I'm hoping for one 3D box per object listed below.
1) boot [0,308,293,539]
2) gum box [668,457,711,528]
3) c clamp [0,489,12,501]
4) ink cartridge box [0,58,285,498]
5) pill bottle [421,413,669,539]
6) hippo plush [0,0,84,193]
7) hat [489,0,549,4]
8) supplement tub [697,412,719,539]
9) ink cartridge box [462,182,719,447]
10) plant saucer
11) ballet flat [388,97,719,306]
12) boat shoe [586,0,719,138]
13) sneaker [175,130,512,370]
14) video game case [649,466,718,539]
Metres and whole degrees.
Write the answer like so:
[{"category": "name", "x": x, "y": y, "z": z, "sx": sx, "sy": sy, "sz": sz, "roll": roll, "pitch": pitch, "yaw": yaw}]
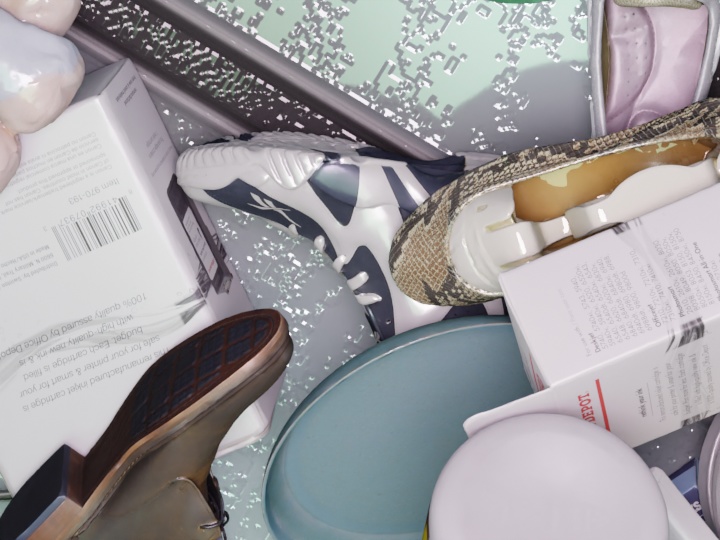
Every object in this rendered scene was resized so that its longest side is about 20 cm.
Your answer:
[{"category": "boot", "x": -0.085, "y": 0.103, "z": 1.296, "sx": 0.200, "sy": 0.075, "sz": 0.097, "roll": -39, "pitch": 114, "yaw": 23}, {"category": "gum box", "x": 0.173, "y": 0.230, "z": 1.401, "sx": 0.170, "sy": 0.045, "sz": 0.200, "roll": -35, "pitch": 99, "yaw": 16}, {"category": "c clamp", "x": -0.148, "y": 0.204, "z": 1.435, "sx": 0.171, "sy": 0.027, "sz": 0.200, "roll": -10, "pitch": 104, "yaw": 17}, {"category": "ink cartridge box", "x": -0.147, "y": 0.013, "z": 1.345, "sx": 0.145, "sy": 0.083, "sz": 0.200, "roll": -22, "pitch": 105, "yaw": 12}, {"category": "pill bottle", "x": 0.078, "y": 0.156, "z": 1.218, "sx": 0.109, "sy": 0.109, "sz": 0.200, "roll": 12, "pitch": 149, "yaw": 2}, {"category": "hippo plush", "x": -0.229, "y": -0.134, "z": 1.224, "sx": 0.159, "sy": 0.161, "sz": 0.200, "roll": -16, "pitch": 73, "yaw": 12}, {"category": "hat", "x": 0.166, "y": -0.175, "z": 1.230, "sx": 0.176, "sy": 0.200, "sz": 0.166, "roll": 24, "pitch": 73, "yaw": -36}, {"category": "supplement tub", "x": 0.260, "y": 0.116, "z": 1.257, "sx": 0.145, "sy": 0.200, "sz": 0.145, "roll": -1, "pitch": 95, "yaw": -14}, {"category": "ink cartridge box", "x": 0.137, "y": 0.029, "z": 1.222, "sx": 0.200, "sy": 0.116, "sz": 0.068, "roll": -23, "pitch": 63, "yaw": -1}, {"category": "plant saucer", "x": 0.042, "y": 0.089, "z": 1.332, "sx": 0.200, "sy": 0.027, "sz": 0.200, "roll": -13, "pitch": 139, "yaw": -11}, {"category": "ballet flat", "x": 0.105, "y": -0.030, "z": 1.239, "sx": 0.200, "sy": 0.075, "sz": 0.068, "roll": -20, "pitch": 102, "yaw": 8}, {"category": "boat shoe", "x": 0.148, "y": -0.115, "z": 1.282, "sx": 0.074, "sy": 0.065, "sz": 0.202, "roll": 7, "pitch": 108, "yaw": 3}, {"category": "sneaker", "x": 0.000, "y": 0.000, "z": 1.327, "sx": 0.199, "sy": 0.079, "sz": 0.130, "roll": 5, "pitch": 100, "yaw": -6}, {"category": "video game case", "x": 0.148, "y": 0.208, "z": 1.323, "sx": 0.200, "sy": 0.023, "sz": 0.182, "roll": 50, "pitch": 133, "yaw": -9}]
